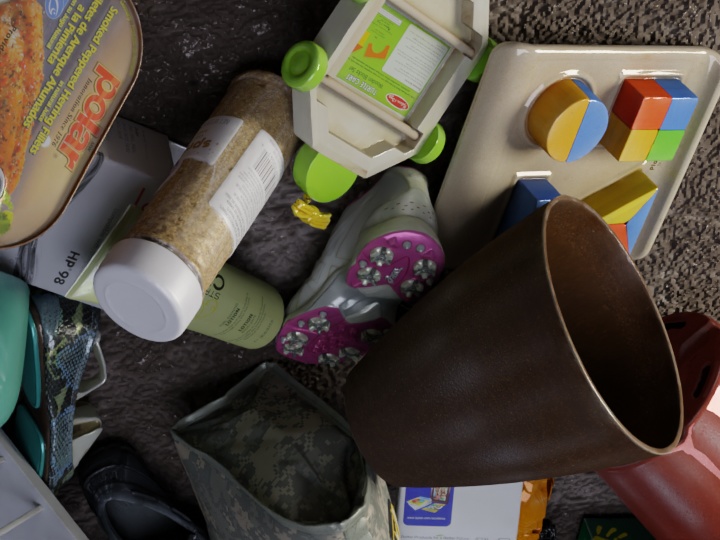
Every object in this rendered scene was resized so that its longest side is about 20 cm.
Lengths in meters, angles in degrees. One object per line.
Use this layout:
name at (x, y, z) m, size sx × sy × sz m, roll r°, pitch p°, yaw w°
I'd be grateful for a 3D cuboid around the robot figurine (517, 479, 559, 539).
robot figurine at (0.101, 0.210, 1.557) m, size 0.143 × 0.058 × 0.202 m, roll -4°, pitch 126°, yaw -10°

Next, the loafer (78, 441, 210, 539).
loafer at (-0.158, 0.220, 1.493) m, size 0.068 × 0.071 × 0.201 m, roll -30°, pitch 127°, yaw 7°

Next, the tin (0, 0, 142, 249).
tin at (-0.216, -0.107, 1.195) m, size 0.111 × 0.042 × 0.201 m, roll 32°, pitch 75°, yaw -19°

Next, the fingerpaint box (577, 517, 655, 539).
fingerpaint box at (0.260, 0.314, 1.661) m, size 0.165 × 0.074 × 0.202 m, roll 2°, pitch 125°, yaw -13°

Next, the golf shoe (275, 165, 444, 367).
golf shoe at (0.000, 0.000, 1.375) m, size 0.075 × 0.092 × 0.200 m, roll 20°, pitch 142°, yaw -24°

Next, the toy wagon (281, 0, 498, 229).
toy wagon at (0.008, -0.122, 1.259) m, size 0.155 × 0.040 × 0.201 m, roll 26°, pitch 101°, yaw -50°

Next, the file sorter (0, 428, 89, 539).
file sorter at (-0.294, 0.224, 1.361) m, size 0.139 × 0.124 × 0.200 m, roll -42°, pitch 85°, yaw 26°

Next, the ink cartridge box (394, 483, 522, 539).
ink cartridge box at (0.079, 0.143, 1.452) m, size 0.098 × 0.039 × 0.202 m, roll 3°, pitch 120°, yaw -2°

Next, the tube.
tube at (-0.125, 0.012, 1.311) m, size 0.051 × 0.059 × 0.200 m, roll -6°, pitch 162°, yaw 28°

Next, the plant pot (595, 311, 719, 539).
plant pot at (0.285, 0.148, 1.484) m, size 0.200 × 0.201 × 0.195 m, roll -41°, pitch 116°, yaw 17°

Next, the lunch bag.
lunch bag at (-0.034, 0.191, 1.411) m, size 0.117 × 0.199 × 0.165 m, roll -33°, pitch 131°, yaw -22°

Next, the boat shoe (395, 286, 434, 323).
boat shoe at (0.114, 0.031, 1.415) m, size 0.198 × 0.075 × 0.062 m, roll 10°, pitch 120°, yaw -8°

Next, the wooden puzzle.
wooden puzzle at (0.160, -0.075, 1.348) m, size 0.198 × 0.046 × 0.187 m, roll -1°, pitch 127°, yaw -30°

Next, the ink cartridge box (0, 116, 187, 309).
ink cartridge box at (-0.204, -0.051, 1.287) m, size 0.198 × 0.067 × 0.116 m, roll 20°, pitch 118°, yaw -25°

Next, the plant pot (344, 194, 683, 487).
plant pot at (0.094, 0.075, 1.309) m, size 0.199 × 0.188 × 0.187 m, roll -26°, pitch 129°, yaw 26°

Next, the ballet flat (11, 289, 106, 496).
ballet flat at (-0.222, 0.100, 1.397) m, size 0.073 × 0.075 × 0.202 m, roll 1°, pitch 129°, yaw -14°

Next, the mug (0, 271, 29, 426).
mug at (-0.312, 0.063, 1.282) m, size 0.151 × 0.116 × 0.185 m, roll 10°, pitch 166°, yaw -28°

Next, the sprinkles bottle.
sprinkles bottle at (-0.100, -0.046, 1.235) m, size 0.068 × 0.201 × 0.069 m, roll 19°, pitch 141°, yaw 16°
